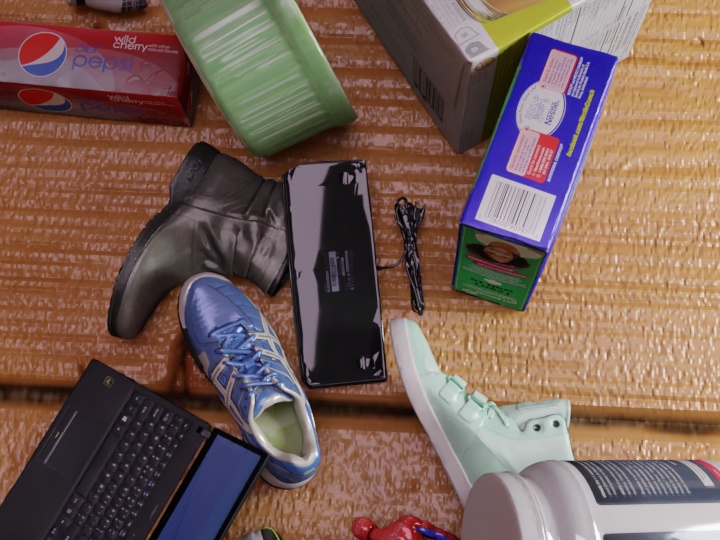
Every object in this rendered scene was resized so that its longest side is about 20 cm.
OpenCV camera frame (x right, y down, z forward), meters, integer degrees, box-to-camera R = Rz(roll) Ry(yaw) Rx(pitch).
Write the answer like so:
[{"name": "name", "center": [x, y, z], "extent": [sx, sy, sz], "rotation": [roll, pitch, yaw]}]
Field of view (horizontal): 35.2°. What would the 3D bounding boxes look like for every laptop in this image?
[{"name": "laptop", "center": [-0.197, 0.185, 0.933], "extent": [0.200, 0.103, 0.177], "rotation": [28, 77, 10]}]

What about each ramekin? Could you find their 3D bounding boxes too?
[{"name": "ramekin", "center": [-0.092, -0.196, 0.989], "extent": [0.098, 0.200, 0.200], "rotation": [-29, 75, 3]}]

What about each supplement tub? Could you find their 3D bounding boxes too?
[{"name": "supplement tub", "center": [0.191, 0.214, 0.862], "extent": [0.200, 0.140, 0.141], "rotation": [2, 74, -16]}]

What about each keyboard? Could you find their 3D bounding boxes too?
[{"name": "keyboard", "center": [0.000, 0.000, 1.003], "extent": [0.127, 0.021, 0.200], "rotation": [-4, 85, -9]}]

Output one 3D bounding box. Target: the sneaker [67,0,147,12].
[{"name": "sneaker", "center": [-0.238, -0.344, 1.104], "extent": [0.080, 0.076, 0.200], "rotation": [5, 79, -7]}]

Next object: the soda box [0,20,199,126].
[{"name": "soda box", "center": [-0.254, -0.183, 1.054], "extent": [0.200, 0.070, 0.064], "rotation": [6, 74, 5]}]

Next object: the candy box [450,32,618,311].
[{"name": "candy box", "center": [0.139, -0.072, 0.936], "extent": [0.077, 0.200, 0.169], "rotation": [20, 76, 10]}]

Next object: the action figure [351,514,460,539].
[{"name": "action figure", "center": [0.080, 0.256, 0.928], "extent": [0.200, 0.052, 0.065], "rotation": [29, 74, 9]}]

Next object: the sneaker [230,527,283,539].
[{"name": "sneaker", "center": [-0.081, 0.314, 0.915], "extent": [0.076, 0.075, 0.200], "rotation": [-16, 64, 6]}]

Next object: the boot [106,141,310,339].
[{"name": "boot", "center": [-0.128, -0.009, 1.005], "extent": [0.131, 0.068, 0.200], "rotation": [27, 79, 4]}]

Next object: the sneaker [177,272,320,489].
[{"name": "sneaker", "center": [-0.086, 0.087, 0.949], "extent": [0.076, 0.077, 0.200], "rotation": [-30, 88, -19]}]

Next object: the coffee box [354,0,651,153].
[{"name": "coffee box", "center": [0.119, -0.260, 0.988], "extent": [0.198, 0.200, 0.200], "rotation": [-30, 76, -6]}]

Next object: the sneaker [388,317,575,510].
[{"name": "sneaker", "center": [0.108, 0.111, 0.951], "extent": [0.118, 0.074, 0.201], "rotation": [-28, 85, 2]}]
